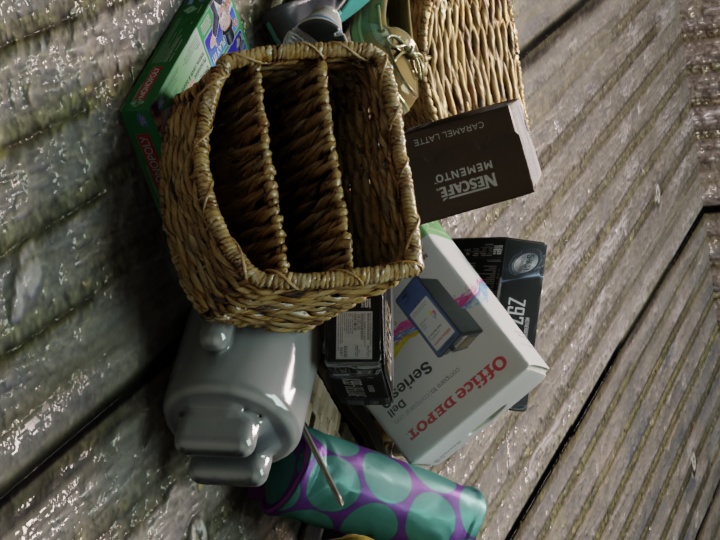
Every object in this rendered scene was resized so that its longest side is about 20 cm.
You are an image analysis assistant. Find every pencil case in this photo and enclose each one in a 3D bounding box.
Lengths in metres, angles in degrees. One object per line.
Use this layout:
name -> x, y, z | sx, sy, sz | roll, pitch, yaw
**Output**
pencil case -> 0.009, 0.201, 1.674 | 0.199, 0.092, 0.086 | 23, 57, -27

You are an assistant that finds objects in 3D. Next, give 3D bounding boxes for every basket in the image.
basket -> 0.077, -0.215, 2.079 | 0.142, 0.149, 0.201 | -17, 105, -34
basket -> -0.059, -0.071, 1.455 | 0.142, 0.149, 0.201 | 11, 63, -40

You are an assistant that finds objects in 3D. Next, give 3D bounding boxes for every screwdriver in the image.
screwdriver -> -0.057, 0.122, 1.618 | 0.028, 0.029, 0.201 | 78, -9, -52

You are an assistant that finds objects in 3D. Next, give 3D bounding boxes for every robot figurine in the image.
robot figurine -> -0.091, 0.074, 1.541 | 0.170, 0.112, 0.201 | 77, 21, -49

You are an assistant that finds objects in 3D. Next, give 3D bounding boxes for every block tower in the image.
block tower -> -0.042, 0.159, 1.739 | 0.200, 0.054, 0.058 | 61, 33, -47

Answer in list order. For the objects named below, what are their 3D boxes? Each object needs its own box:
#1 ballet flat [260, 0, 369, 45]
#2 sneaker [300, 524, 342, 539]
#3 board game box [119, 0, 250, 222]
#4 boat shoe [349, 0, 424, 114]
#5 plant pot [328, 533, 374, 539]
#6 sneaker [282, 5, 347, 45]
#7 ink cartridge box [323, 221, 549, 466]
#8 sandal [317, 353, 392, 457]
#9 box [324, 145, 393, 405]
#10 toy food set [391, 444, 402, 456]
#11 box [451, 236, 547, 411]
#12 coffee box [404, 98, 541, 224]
ballet flat -> -0.038, -0.255, 1.803 | 0.200, 0.073, 0.074 | -50, 133, -54
sneaker -> 0.012, 0.324, 1.774 | 0.070, 0.108, 0.201 | -40, 123, -64
board game box -> -0.132, -0.132, 1.587 | 0.201, 0.029, 0.135 | -68, 149, -49
boat shoe -> 0.031, -0.232, 1.891 | 0.073, 0.063, 0.201 | 50, 18, -36
plant pot -> -0.020, 0.331, 1.597 | 0.195, 0.193, 0.201 | 40, 41, -62
sneaker -> -0.042, -0.141, 1.709 | 0.087, 0.074, 0.201 | -78, -178, -62
ink cartridge box -> 0.053, 0.058, 1.752 | 0.200, 0.145, 0.087 | 53, 11, 15
sandal -> 0.002, 0.140, 1.815 | 0.055, 0.082, 0.201 | -43, 128, -19
box -> 0.000, 0.000, 1.611 | 0.158, 0.049, 0.201 | 75, 14, -73
toy food set -> 0.041, 0.074, 1.965 | 0.201, 0.060, 0.144 | 69, 36, -45
box -> 0.120, 0.049, 1.872 | 0.200, 0.043, 0.161 | 178, -81, -76
coffee box -> 0.094, -0.099, 1.712 | 0.200, 0.114, 0.080 | -42, 116, -80
